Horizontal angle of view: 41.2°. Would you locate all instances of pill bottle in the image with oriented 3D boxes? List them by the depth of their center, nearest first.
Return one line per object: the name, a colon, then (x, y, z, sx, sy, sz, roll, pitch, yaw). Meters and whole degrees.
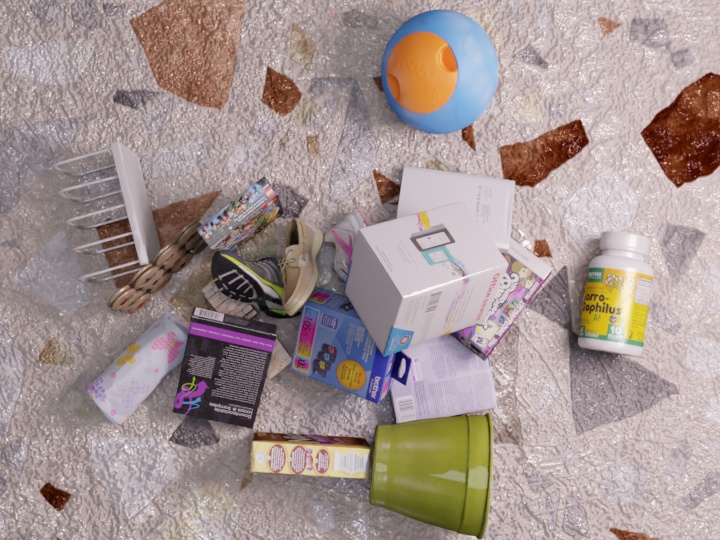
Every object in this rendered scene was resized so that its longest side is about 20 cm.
pill bottle: (0.444, 0.040, 1.653, 0.111, 0.113, 0.204, 10, 87, -3)

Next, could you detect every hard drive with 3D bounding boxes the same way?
hard drive: (0.163, -0.106, 1.656, 0.196, 0.026, 0.134, 8, 67, 4)

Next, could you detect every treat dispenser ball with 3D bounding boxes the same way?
treat dispenser ball: (0.133, -0.332, 1.609, 0.197, 0.201, 0.205, 0, 87, -4)

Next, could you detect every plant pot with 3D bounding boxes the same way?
plant pot: (0.111, 0.329, 1.578, 0.189, 0.200, 0.205, 5, 86, 1)

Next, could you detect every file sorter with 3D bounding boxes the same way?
file sorter: (-0.419, -0.091, 1.593, 0.122, 0.139, 0.204, -14, 88, -1)

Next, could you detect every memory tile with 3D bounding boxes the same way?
memory tile: (-0.326, -0.002, 1.585, 0.200, 0.153, 0.017, -45, 85, -3)

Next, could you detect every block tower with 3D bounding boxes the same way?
block tower: (-0.196, 0.090, 1.638, 0.057, 0.054, 0.201, -36, 89, -6)

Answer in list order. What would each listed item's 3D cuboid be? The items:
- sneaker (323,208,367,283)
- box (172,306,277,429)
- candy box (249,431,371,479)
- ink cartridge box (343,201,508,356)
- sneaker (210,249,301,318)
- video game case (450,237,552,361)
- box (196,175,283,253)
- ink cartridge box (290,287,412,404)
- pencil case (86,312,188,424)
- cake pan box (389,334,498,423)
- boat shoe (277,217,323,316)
sneaker: (0.000, 0.000, 1.642, 0.087, 0.081, 0.202, -26, 72, 2)
box: (-0.226, 0.164, 1.586, 0.140, 0.036, 0.203, 13, 118, -8)
candy box: (-0.084, 0.308, 1.602, 0.196, 0.117, 0.058, 3, 88, -4)
ink cartridge box: (0.100, 0.011, 1.506, 0.197, 0.148, 0.147, -16, 54, -26)
sneaker: (-0.175, 0.011, 1.599, 0.073, 0.199, 0.082, -23, 53, 27)
video game case: (0.200, 0.021, 1.638, 0.180, 0.036, 0.201, 37, 73, 14)
box: (-0.193, -0.082, 1.574, 0.136, 0.200, 0.038, -38, 87, -4)
ink cartridge box: (-0.005, 0.128, 1.588, 0.197, 0.076, 0.139, 18, 113, 13)
pencil case: (-0.362, 0.164, 1.609, 0.200, 0.083, 0.091, -42, 132, -6)
cake pan box: (0.132, 0.162, 1.658, 0.181, 0.052, 0.204, -12, 87, -2)
boat shoe: (-0.109, -0.009, 1.589, 0.065, 0.202, 0.072, 34, 128, -22)
